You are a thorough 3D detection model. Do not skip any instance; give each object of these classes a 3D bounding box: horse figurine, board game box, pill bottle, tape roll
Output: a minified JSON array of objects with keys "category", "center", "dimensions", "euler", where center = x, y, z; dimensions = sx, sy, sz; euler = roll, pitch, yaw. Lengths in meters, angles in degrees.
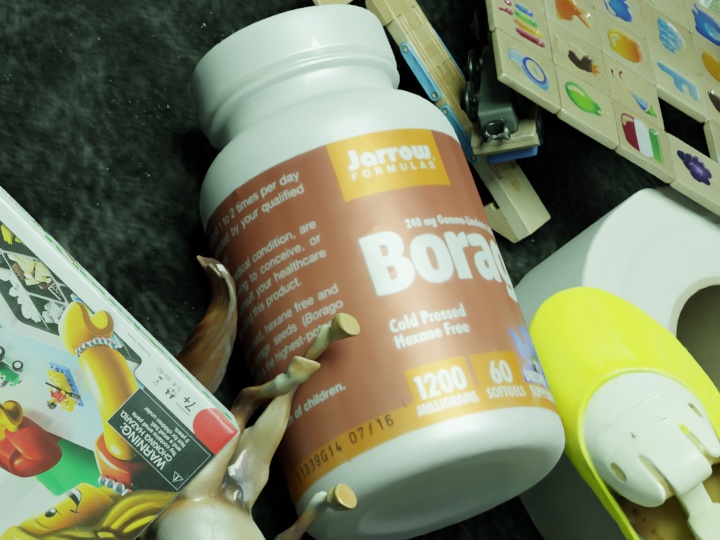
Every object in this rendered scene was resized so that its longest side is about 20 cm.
[{"category":"horse figurine","center":[-0.046,0.094,1.048],"dimensions":[0.050,0.132,0.201],"euler":[24,38,-35]},{"category":"board game box","center":[-0.156,0.030,0.988],"dimensions":[0.200,0.126,0.035],"euler":[44,1,-8]},{"category":"pill bottle","center":[0.000,0.000,1.141],"dimensions":[0.112,0.112,0.201],"euler":[-2,65,-41]},{"category":"tape roll","center":[0.155,0.066,1.262],"dimensions":[0.202,0.071,0.203],"euler":[22,50,-29]}]

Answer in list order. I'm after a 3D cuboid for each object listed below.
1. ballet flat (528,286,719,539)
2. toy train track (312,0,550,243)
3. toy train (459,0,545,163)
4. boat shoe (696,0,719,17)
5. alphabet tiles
[{"category":"ballet flat","center":[0.134,0.095,1.135],"dimensions":[0.201,0.067,0.067],"euler":[60,-2,-5]},{"category":"toy train track","center":[0.018,-0.098,1.285],"dimensions":[0.201,0.032,0.115],"euler":[57,35,-3]},{"category":"toy train","center":[0.071,-0.107,1.303],"dimensions":[0.200,0.034,0.046],"euler":[-78,156,-55]},{"category":"boat shoe","center":[0.216,-0.068,1.405],"dimensions":[0.074,0.065,0.203],"euler":[3,64,-39]},{"category":"alphabet tiles","center":[0.119,-0.113,1.314],"dimensions":[0.167,0.008,0.201],"euler":[29,34,-26]}]
